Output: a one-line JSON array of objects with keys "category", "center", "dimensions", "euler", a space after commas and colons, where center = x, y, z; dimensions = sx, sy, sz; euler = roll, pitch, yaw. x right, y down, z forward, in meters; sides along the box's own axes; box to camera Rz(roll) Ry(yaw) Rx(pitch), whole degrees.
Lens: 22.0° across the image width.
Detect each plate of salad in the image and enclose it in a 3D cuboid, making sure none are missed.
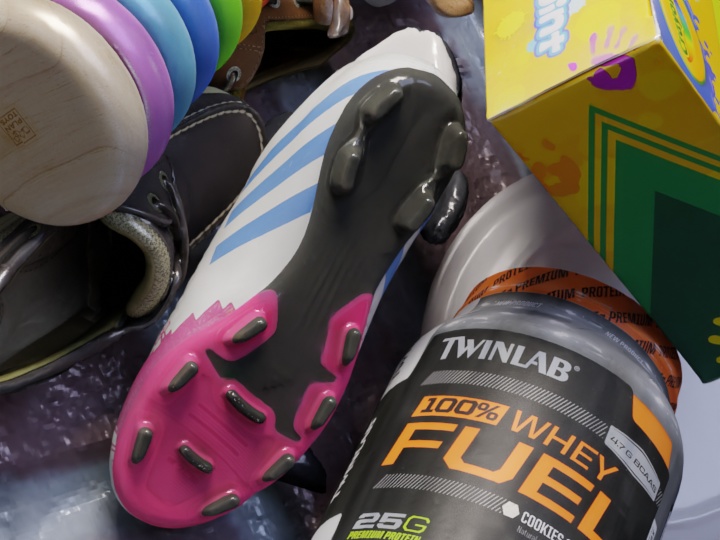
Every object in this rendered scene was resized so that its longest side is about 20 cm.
[{"category": "plate of salad", "center": [0.121, 0.047, 0.833], "dimensions": [0.199, 0.048, 0.201], "euler": [3, 73, -10]}]

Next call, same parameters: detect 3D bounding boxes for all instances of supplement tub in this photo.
[{"category": "supplement tub", "center": [0.048, 0.102, 0.697], "dimensions": [0.122, 0.122, 0.200], "euler": [37, 52, -12]}]

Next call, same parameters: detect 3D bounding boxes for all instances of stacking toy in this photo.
[{"category": "stacking toy", "center": [-0.073, -0.101, 0.691], "dimensions": [0.085, 0.085, 0.200], "euler": [44, 42, -5]}]

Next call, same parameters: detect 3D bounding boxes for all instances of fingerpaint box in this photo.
[{"category": "fingerpaint box", "center": [0.118, -0.085, 0.741], "dimensions": [0.167, 0.073, 0.201], "euler": [46, 31, -36]}]

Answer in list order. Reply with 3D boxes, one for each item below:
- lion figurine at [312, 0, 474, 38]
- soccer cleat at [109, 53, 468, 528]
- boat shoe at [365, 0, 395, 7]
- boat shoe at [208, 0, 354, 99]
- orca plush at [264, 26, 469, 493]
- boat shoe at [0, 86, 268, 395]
[{"category": "lion figurine", "center": [0.043, -0.183, 0.808], "dimensions": [0.200, 0.072, 0.123], "euler": [-34, 127, -45]}, {"category": "soccer cleat", "center": [-0.029, 0.006, 0.706], "dimensions": [0.070, 0.086, 0.200], "euler": [35, 90, -22]}, {"category": "boat shoe", "center": [0.035, -0.214, 0.894], "dimensions": [0.071, 0.091, 0.201], "euler": [46, 35, -31]}, {"category": "boat shoe", "center": [-0.070, -0.096, 0.777], "dimensions": [0.068, 0.072, 0.200], "euler": [52, 46, 4]}, {"category": "orca plush", "center": [0.000, 0.000, 0.773], "dimensions": [0.071, 0.105, 0.201], "euler": [55, 39, -56]}, {"category": "boat shoe", "center": [-0.094, -0.005, 0.693], "dimensions": [0.200, 0.065, 0.074], "euler": [-42, 130, -37]}]
